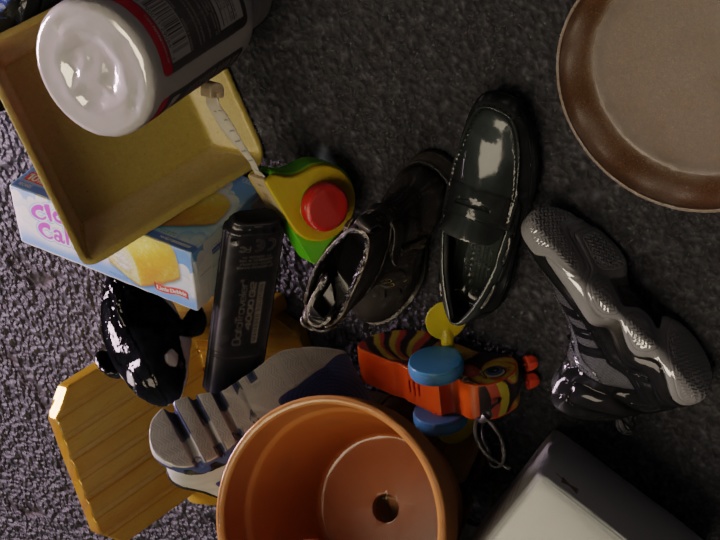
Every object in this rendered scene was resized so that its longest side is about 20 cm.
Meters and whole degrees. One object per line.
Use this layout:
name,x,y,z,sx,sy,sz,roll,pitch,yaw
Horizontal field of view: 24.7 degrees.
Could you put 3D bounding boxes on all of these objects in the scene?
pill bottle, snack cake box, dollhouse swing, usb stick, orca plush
pill bottle,-0.153,-0.192,1.289,0.110,0.200,0.111,15,124,24
snack cake box,-0.193,-0.051,1.448,0.199,0.115,0.067,19,135,25
dollhouse swing,-0.151,0.147,1.515,0.181,0.176,0.201,0,117,33
usb stick,-0.101,0.032,1.412,0.033,0.055,0.201,-114,27,-45
orca plush,-0.195,0.025,1.464,0.105,0.201,0.071,-10,139,12

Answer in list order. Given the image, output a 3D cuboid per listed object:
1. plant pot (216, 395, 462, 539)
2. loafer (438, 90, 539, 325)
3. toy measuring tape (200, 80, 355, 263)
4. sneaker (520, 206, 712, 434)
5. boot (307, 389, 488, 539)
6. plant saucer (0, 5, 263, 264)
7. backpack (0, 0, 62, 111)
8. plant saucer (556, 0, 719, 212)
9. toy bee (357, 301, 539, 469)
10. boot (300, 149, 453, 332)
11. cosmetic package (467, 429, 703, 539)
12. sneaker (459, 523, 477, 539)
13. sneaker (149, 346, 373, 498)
plant pot,-0.001,0.201,1.363,0.199,0.140,0.201,-1,88,22
loafer,0.098,-0.045,1.307,0.068,0.070,0.201,19,126,21
toy measuring tape,-0.057,-0.089,1.368,0.073,0.074,0.200,-10,124,36
sneaker,0.177,0.048,1.309,0.200,0.076,0.114,46,129,-4
boot,0.021,0.213,1.473,0.155,0.077,0.201,19,85,20
plant saucer,-0.203,-0.136,1.374,0.048,0.200,0.201,2,121,55
backpack,-0.321,-0.238,1.394,0.168,0.162,0.200,49,132,1
plant saucer,0.239,-0.138,1.186,0.199,0.032,0.201,16,125,25
toy bee,0.093,0.100,1.395,0.200,0.108,0.131,48,145,33
boot,0.000,0.000,1.328,0.069,0.174,0.201,32,130,12
cosmetic package,0.159,0.270,1.350,0.166,0.167,0.200,38,103,5
sneaker,0.085,0.297,1.523,0.200,0.074,0.119,30,125,24
sneaker,-0.092,0.142,1.452,0.115,0.198,0.081,100,148,-58
